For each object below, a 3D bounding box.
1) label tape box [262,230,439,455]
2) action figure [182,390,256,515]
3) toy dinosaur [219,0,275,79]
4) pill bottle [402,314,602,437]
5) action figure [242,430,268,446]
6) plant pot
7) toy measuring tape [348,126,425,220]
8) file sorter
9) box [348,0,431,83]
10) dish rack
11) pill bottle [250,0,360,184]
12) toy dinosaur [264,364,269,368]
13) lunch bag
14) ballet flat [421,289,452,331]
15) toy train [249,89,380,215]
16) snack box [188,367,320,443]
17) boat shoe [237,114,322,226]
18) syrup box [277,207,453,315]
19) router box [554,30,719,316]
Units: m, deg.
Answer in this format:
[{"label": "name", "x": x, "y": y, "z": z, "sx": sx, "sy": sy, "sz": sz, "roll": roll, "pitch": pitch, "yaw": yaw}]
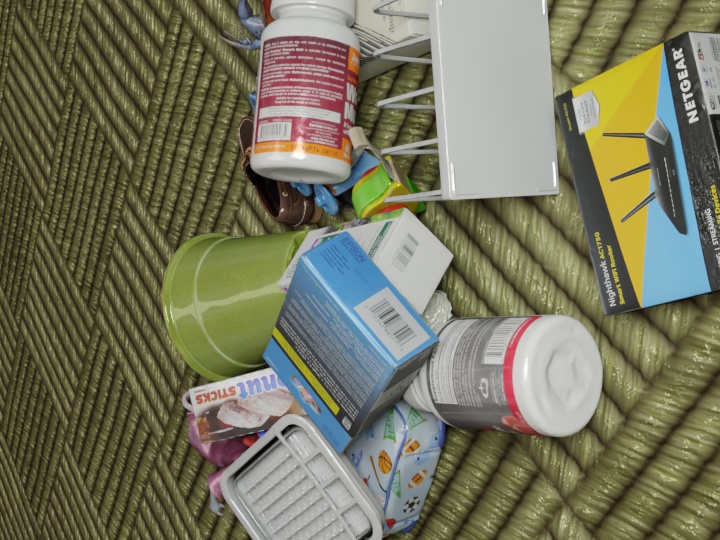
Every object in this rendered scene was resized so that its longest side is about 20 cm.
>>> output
[{"label": "label tape box", "x": -0.017, "y": 0.077, "z": 0.982, "sx": 0.145, "sy": 0.063, "sz": 0.201, "roll": 50, "pitch": 147, "yaw": 16}, {"label": "action figure", "x": -0.153, "y": 0.246, "z": 1.318, "sx": 0.200, "sy": 0.133, "sz": 0.151, "roll": -157, "pitch": 56, "yaw": -63}, {"label": "toy dinosaur", "x": -0.111, "y": -0.282, "z": 1.186, "sx": 0.182, "sy": 0.104, "sz": 0.201, "roll": 60, "pitch": -179, "yaw": -38}, {"label": "pill bottle", "x": 0.127, "y": 0.101, "z": 0.949, "sx": 0.199, "sy": 0.110, "sz": 0.112, "roll": -6, "pitch": 90, "yaw": 53}, {"label": "action figure", "x": -0.078, "y": 0.237, "z": 1.189, "sx": 0.200, "sy": 0.051, "sz": 0.066, "roll": 35, "pitch": 128, "yaw": 47}, {"label": "plant pot", "x": -0.114, "y": 0.029, "z": 1.219, "sx": 0.189, "sy": 0.199, "sz": 0.203, "roll": -16, "pitch": 82, "yaw": 41}, {"label": "toy measuring tape", "x": 0.011, "y": -0.088, "z": 1.022, "sx": 0.073, "sy": 0.200, "sz": 0.075, "roll": -7, "pitch": 71, "yaw": 21}, {"label": "file sorter", "x": 0.094, "y": -0.168, "z": 0.937, "sx": 0.124, "sy": 0.137, "sz": 0.203, "roll": -1, "pitch": 94, "yaw": 55}, {"label": "box", "x": 0.015, "y": -0.268, "z": 1.084, "sx": 0.199, "sy": 0.068, "sz": 0.083, "roll": -13, "pitch": 83, "yaw": 53}, {"label": "dish rack", "x": -0.063, "y": 0.261, "z": 1.107, "sx": 0.172, "sy": 0.043, "sz": 0.200, "roll": 52, "pitch": 129, "yaw": 7}, {"label": "pill bottle", "x": -0.056, "y": -0.200, "z": 1.029, "sx": 0.109, "sy": 0.109, "sz": 0.203, "roll": -1, "pitch": 83, "yaw": 53}, {"label": "toy dinosaur", "x": -0.169, "y": 0.094, "z": 1.366, "sx": 0.135, "sy": 0.102, "sz": 0.203, "roll": 17, "pitch": 103, "yaw": 40}, {"label": "lunch bag", "x": 0.019, "y": 0.200, "z": 1.137, "sx": 0.160, "sy": 0.075, "sz": 0.202, "roll": 44, "pitch": 128, "yaw": 44}, {"label": "ballet flat", "x": 0.018, "y": 0.093, "z": 1.055, "sx": 0.201, "sy": 0.072, "sz": 0.072, "roll": -52, "pitch": 46, "yaw": -1}, {"label": "toy train", "x": -0.054, "y": -0.150, "z": 1.153, "sx": 0.200, "sy": 0.086, "sz": 0.115, "roll": 43, "pitch": 156, "yaw": 42}, {"label": "snack box", "x": -0.125, "y": 0.160, "z": 1.193, "sx": 0.198, "sy": 0.024, "sz": 0.073, "roll": -17, "pitch": 85, "yaw": 31}, {"label": "boat shoe", "x": -0.121, "y": -0.138, "z": 1.283, "sx": 0.201, "sy": 0.070, "sz": 0.071, "roll": 55, "pitch": 135, "yaw": 35}, {"label": "syrup box", "x": 0.000, "y": 0.000, "z": 1.050, "sx": 0.199, "sy": 0.081, "sz": 0.079, "roll": -8, "pitch": 45, "yaw": 55}, {"label": "router box", "x": 0.251, "y": -0.075, "z": 0.809, "sx": 0.149, "sy": 0.051, "sz": 0.203, "roll": -22, "pitch": 77, "yaw": 54}]
